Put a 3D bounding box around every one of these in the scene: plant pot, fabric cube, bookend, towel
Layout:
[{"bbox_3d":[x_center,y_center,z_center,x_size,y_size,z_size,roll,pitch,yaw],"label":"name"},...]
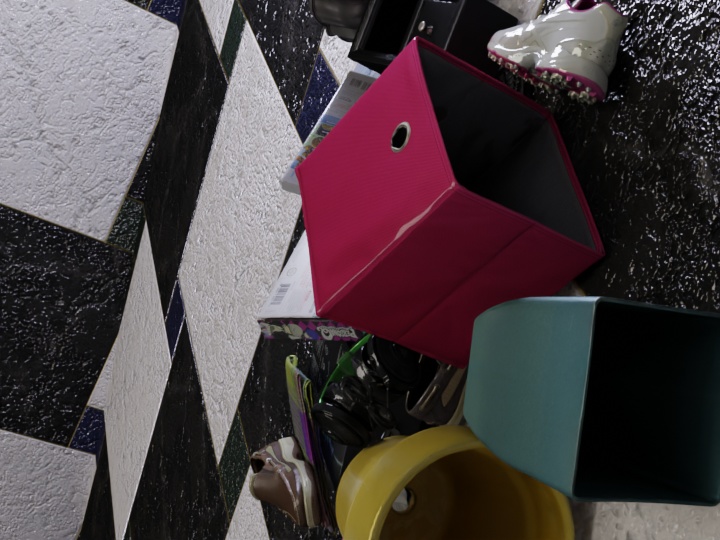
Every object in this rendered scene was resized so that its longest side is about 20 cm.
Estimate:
[{"bbox_3d":[0.173,0.091,0.865,0.199,0.140,0.143,7,90,64],"label":"plant pot"},{"bbox_3d":[0.076,-0.060,1.035,0.199,0.199,0.198,-42,43,34],"label":"fabric cube"},{"bbox_3d":[0.100,-0.306,1.219,0.200,0.091,0.201,30,99,57],"label":"bookend"},{"bbox_3d":[-0.063,0.213,1.342,0.144,0.022,0.203,-156,56,-78],"label":"towel"},{"bbox_3d":[0.066,0.234,0.994,0.189,0.198,0.204,-168,86,-70],"label":"plant pot"}]

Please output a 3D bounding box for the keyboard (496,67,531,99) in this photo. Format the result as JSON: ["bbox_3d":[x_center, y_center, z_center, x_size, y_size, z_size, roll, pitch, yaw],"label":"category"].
[{"bbox_3d":[0.135,-0.148,1.213,0.200,0.020,0.129,137,136,-58],"label":"keyboard"}]

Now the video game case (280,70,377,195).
[{"bbox_3d":[0.012,-0.147,1.253,0.018,0.142,0.201,90,-158,-51],"label":"video game case"}]

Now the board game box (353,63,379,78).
[{"bbox_3d":[0.024,-0.206,1.426,0.201,0.043,0.200,-60,30,21],"label":"board game box"}]

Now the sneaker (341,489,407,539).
[{"bbox_3d":[0.009,0.353,1.282,0.088,0.080,0.202,-116,38,-56],"label":"sneaker"}]

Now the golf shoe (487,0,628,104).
[{"bbox_3d":[0.192,-0.221,1.049,0.092,0.075,0.200,-63,27,7],"label":"golf shoe"}]

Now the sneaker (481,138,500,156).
[{"bbox_3d":[0.054,-0.165,1.161,0.198,0.099,0.079,-10,56,31],"label":"sneaker"}]

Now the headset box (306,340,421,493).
[{"bbox_3d":[0.005,0.146,1.316,0.201,0.092,0.176,-116,32,-55],"label":"headset box"}]

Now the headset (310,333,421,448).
[{"bbox_3d":[-0.003,0.109,1.046,0.124,0.094,0.200,-50,16,2],"label":"headset"}]

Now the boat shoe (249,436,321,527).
[{"bbox_3d":[-0.097,0.265,1.309,0.202,0.074,0.076,-151,50,-76],"label":"boat shoe"}]

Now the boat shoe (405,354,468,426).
[{"bbox_3d":[0.097,0.076,1.162,0.074,0.072,0.203,-144,64,-65],"label":"boat shoe"}]

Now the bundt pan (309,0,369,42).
[{"bbox_3d":[0.029,-0.373,1.340,0.075,0.201,0.204,31,114,37],"label":"bundt pan"}]

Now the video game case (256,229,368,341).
[{"bbox_3d":[0.000,0.000,1.218,0.201,0.179,0.036,-65,-34,-45],"label":"video game case"}]
